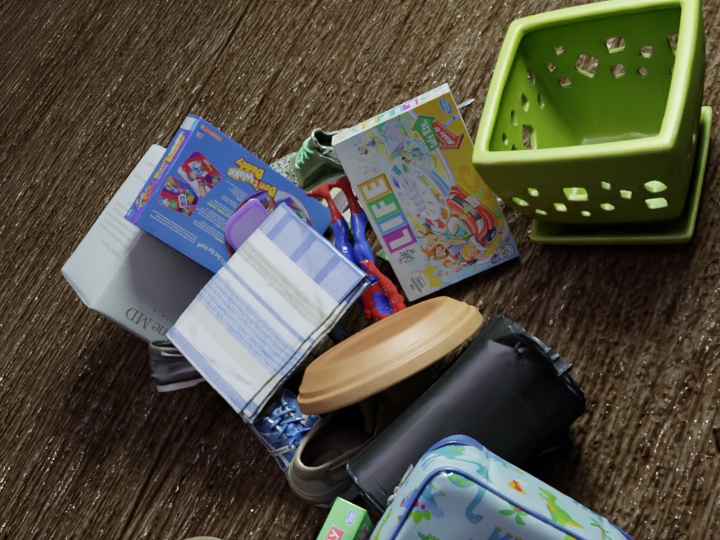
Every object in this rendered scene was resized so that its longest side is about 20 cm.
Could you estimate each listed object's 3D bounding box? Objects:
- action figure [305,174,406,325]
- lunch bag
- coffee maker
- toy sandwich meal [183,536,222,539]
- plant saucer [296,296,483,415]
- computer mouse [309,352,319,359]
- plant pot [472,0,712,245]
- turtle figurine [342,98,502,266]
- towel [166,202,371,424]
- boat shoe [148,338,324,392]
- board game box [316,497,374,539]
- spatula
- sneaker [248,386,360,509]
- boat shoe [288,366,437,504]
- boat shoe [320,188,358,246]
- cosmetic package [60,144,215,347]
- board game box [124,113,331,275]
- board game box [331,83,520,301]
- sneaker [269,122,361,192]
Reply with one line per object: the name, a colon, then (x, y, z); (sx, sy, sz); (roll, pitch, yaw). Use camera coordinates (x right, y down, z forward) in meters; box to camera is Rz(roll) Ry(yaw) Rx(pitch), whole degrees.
action figure: (0.000, 0.000, 1.009); (0.065, 0.201, 0.052); (-18, 10, 42)
lunch bag: (0.104, 0.238, 0.720); (0.161, 0.199, 0.082); (-62, 0, 13)
coffee maker: (0.087, 0.142, 0.819); (0.200, 0.192, 0.135); (-45, 61, -3)
toy sandwich meal: (-0.185, 0.351, 0.918); (0.204, 0.070, 0.206); (-18, 48, 21)
plant saucer: (0.023, 0.077, 0.904); (0.199, 0.038, 0.200); (-27, 4, 2)
computer mouse: (-0.050, 0.106, 1.056); (0.059, 0.034, 0.200); (-38, 35, -20)
plant pot: (0.249, -0.135, 0.937); (0.198, 0.182, 0.201); (0, 56, 32)
turtle figurine: (0.073, -0.099, 1.047); (0.200, 0.144, 0.195); (33, 87, 36)
towel: (-0.100, 0.043, 0.984); (0.147, 0.024, 0.200); (40, 88, 23)
boat shoe: (-0.142, 0.085, 1.036); (0.199, 0.057, 0.067); (-15, 9, 3)
board game box: (-0.025, 0.280, 0.781); (0.029, 0.200, 0.135); (20, 67, 17)
spatula: (-0.076, 0.012, 1.040); (0.056, 0.200, 0.021); (-42, 11, -13)
sneaker: (-0.070, 0.178, 0.975); (0.076, 0.077, 0.200); (-48, 46, -11)
boat shoe: (0.008, 0.146, 0.918); (0.072, 0.065, 0.200); (38, 57, 24)
boat shoe: (-0.028, -0.031, 1.122); (0.072, 0.072, 0.200); (35, 83, 37)
cosmetic package: (-0.225, -0.017, 1.129); (0.201, 0.167, 0.166); (-56, 32, -5)
board game box: (-0.142, -0.061, 1.038); (0.135, 0.200, 0.045); (-58, 31, -4)
board game box: (0.072, -0.079, 0.993); (0.134, 0.201, 0.034); (-23, 23, 11)
sneaker: (-0.052, -0.157, 1.217); (0.199, 0.089, 0.077); (-10, 52, 27)
